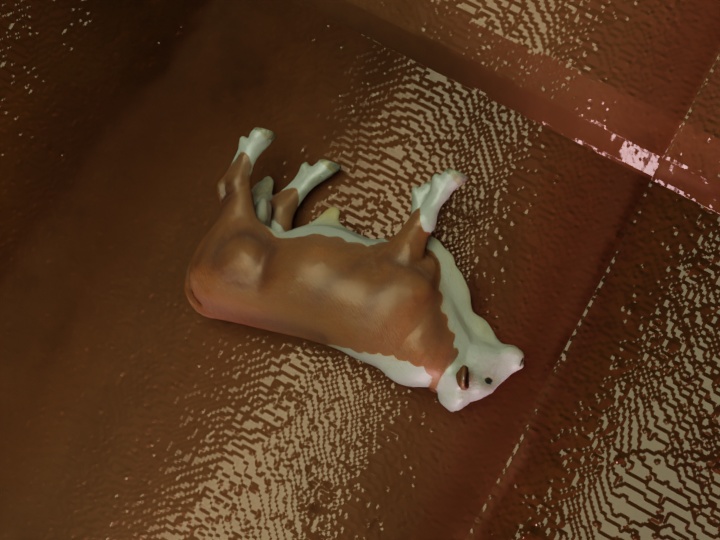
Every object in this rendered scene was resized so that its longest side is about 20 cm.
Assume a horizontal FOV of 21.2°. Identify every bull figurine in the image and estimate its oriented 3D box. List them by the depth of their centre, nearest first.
[{"bbox_3d":[0.000,0.000,1.062,0.199,0.065,0.122,15,80,13],"label":"bull figurine"}]
